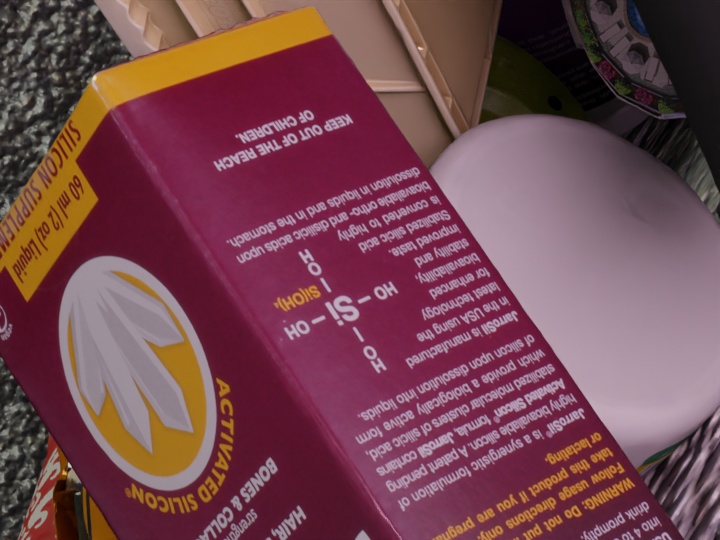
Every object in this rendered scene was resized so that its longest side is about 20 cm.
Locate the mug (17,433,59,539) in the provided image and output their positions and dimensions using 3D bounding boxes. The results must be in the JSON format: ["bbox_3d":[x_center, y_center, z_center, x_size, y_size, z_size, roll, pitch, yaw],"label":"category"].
[{"bbox_3d":[-0.128,0.195,1.477,0.133,0.178,0.200,-13,34,24],"label":"mug"}]

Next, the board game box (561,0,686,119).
[{"bbox_3d":[0.081,-0.147,0.814,0.061,0.201,0.200,-9,6,25],"label":"board game box"}]

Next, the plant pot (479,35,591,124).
[{"bbox_3d":[0.000,0.000,1.068,0.193,0.200,0.201,-34,22,45],"label":"plant pot"}]

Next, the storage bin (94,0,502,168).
[{"bbox_3d":[-0.012,-0.156,0.817,0.199,0.093,0.201,58,-142,-57],"label":"storage bin"}]

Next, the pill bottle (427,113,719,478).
[{"bbox_3d":[0.029,0.047,0.850,0.200,0.113,0.113,-51,9,50],"label":"pill bottle"}]

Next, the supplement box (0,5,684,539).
[{"bbox_3d":[-0.012,0.044,0.732,0.085,0.200,0.110,-22,-18,-40],"label":"supplement box"}]

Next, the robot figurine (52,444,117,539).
[{"bbox_3d":[-0.057,0.121,0.942,0.058,0.145,0.201,-14,77,33],"label":"robot figurine"}]

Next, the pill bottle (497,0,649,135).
[{"bbox_3d":[0.067,-0.132,1.085,0.113,0.112,0.200,-59,-32,-13],"label":"pill bottle"}]

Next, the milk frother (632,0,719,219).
[{"bbox_3d":[0.109,-0.121,0.684,0.180,0.189,0.200,-24,-4,-25],"label":"milk frother"}]
